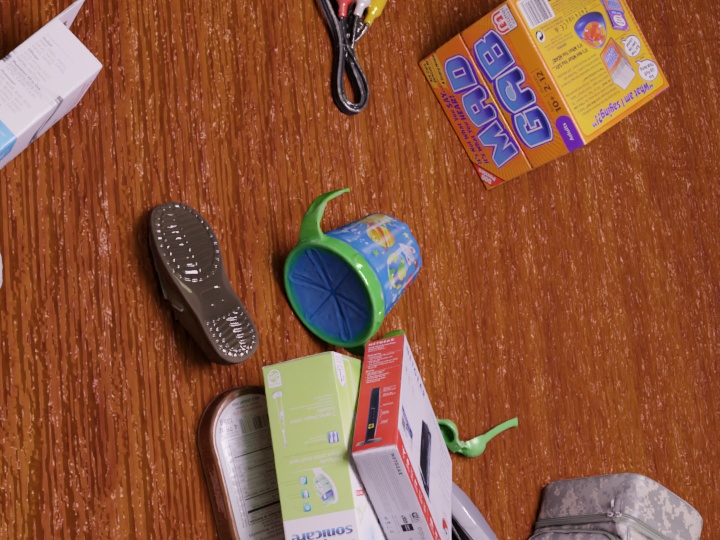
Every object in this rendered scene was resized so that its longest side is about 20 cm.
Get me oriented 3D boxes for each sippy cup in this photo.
[{"bbox_3d":[0.000,0.000,1.133,0.139,0.179,0.130,29,43,23],"label":"sippy cup"}]

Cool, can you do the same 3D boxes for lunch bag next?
[{"bbox_3d":[0.301,0.352,1.180,0.139,0.199,0.169,32,62,-20],"label":"lunch bag"}]

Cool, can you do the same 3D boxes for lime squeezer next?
[{"bbox_3d":[0.122,0.191,1.207,0.198,0.038,0.071,21,68,-25],"label":"lime squeezer"}]

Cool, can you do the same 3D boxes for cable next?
[{"bbox_3d":[-0.014,-0.305,1.239,0.096,0.050,0.202,17,68,-29],"label":"cable"}]

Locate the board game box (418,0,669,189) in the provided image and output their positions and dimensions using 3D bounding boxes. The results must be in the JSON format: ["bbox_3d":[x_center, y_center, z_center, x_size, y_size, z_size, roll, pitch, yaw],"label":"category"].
[{"bbox_3d":[0.244,-0.262,1.298,0.199,0.199,0.201,-33,95,-33],"label":"board game box"}]

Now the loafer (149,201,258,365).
[{"bbox_3d":[-0.181,0.020,1.051,0.075,0.067,0.201,-13,70,-36],"label":"loafer"}]

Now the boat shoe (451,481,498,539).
[{"bbox_3d":[0.140,0.341,1.167,0.056,0.069,0.201,-36,93,6],"label":"boat shoe"}]

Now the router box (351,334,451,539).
[{"bbox_3d":[0.050,0.204,1.055,0.180,0.048,0.201,-81,154,-56],"label":"router box"}]

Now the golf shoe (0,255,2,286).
[{"bbox_3d":[-0.433,-0.019,0.910,0.199,0.075,0.092,30,49,-24],"label":"golf shoe"}]

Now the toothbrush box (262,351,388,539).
[{"bbox_3d":[-0.028,0.199,1.035,0.145,0.085,0.202,31,49,-68],"label":"toothbrush box"}]

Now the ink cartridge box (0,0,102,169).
[{"bbox_3d":[-0.335,-0.175,0.972,0.067,0.116,0.200,47,59,-13],"label":"ink cartridge box"}]

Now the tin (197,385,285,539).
[{"bbox_3d":[-0.111,0.225,1.057,0.111,0.042,0.202,-12,85,-29],"label":"tin"}]
